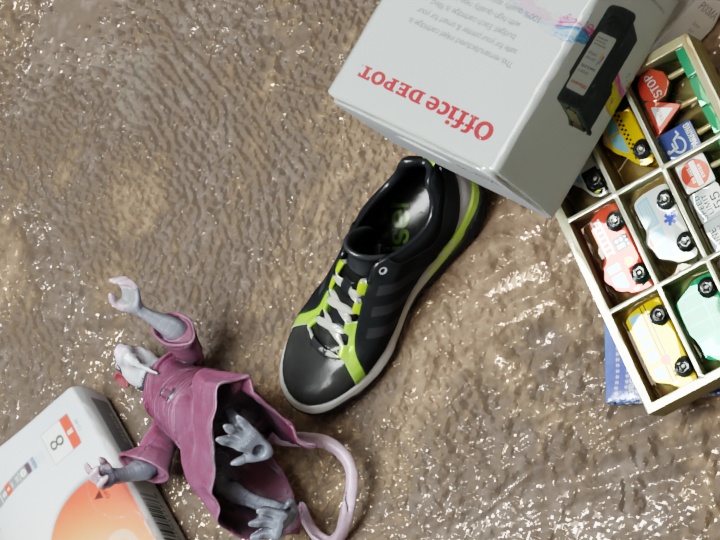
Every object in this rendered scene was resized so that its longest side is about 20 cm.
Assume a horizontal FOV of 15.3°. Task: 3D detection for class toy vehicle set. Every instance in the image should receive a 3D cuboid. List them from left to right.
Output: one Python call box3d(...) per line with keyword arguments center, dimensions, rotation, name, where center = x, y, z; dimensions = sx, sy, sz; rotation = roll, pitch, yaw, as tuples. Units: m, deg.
box3d(center=(0.190, -0.027, 1.618), dimensions=(0.124, 0.027, 0.200), rotation=(-31, 70, 21), name="toy vehicle set")

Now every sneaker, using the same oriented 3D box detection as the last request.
box3d(center=(0.000, 0.000, 1.719), dimensions=(0.072, 0.083, 0.200), rotation=(37, 97, 31), name="sneaker")

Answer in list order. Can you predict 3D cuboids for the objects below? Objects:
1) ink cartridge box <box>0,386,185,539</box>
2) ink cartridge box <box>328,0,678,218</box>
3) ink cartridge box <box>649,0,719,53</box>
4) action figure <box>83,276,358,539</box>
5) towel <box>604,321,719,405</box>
box3d(center=(-0.221, 0.200, 1.815), dimensions=(0.200, 0.050, 0.162), rotation=(-39, 62, 12), name="ink cartridge box")
box3d(center=(0.096, -0.153, 1.634), dimensions=(0.146, 0.083, 0.200), rotation=(28, 86, 37), name="ink cartridge box")
box3d(center=(0.183, -0.227, 1.696), dimensions=(0.200, 0.050, 0.161), rotation=(-45, 61, 9), name="ink cartridge box")
box3d(center=(-0.100, 0.086, 1.750), dimensions=(0.200, 0.149, 0.134), rotation=(36, 114, 55), name="action figure")
box3d(center=(0.237, 0.003, 1.622), dimensions=(0.200, 0.024, 0.145), rotation=(-9, 73, 27), name="towel")
